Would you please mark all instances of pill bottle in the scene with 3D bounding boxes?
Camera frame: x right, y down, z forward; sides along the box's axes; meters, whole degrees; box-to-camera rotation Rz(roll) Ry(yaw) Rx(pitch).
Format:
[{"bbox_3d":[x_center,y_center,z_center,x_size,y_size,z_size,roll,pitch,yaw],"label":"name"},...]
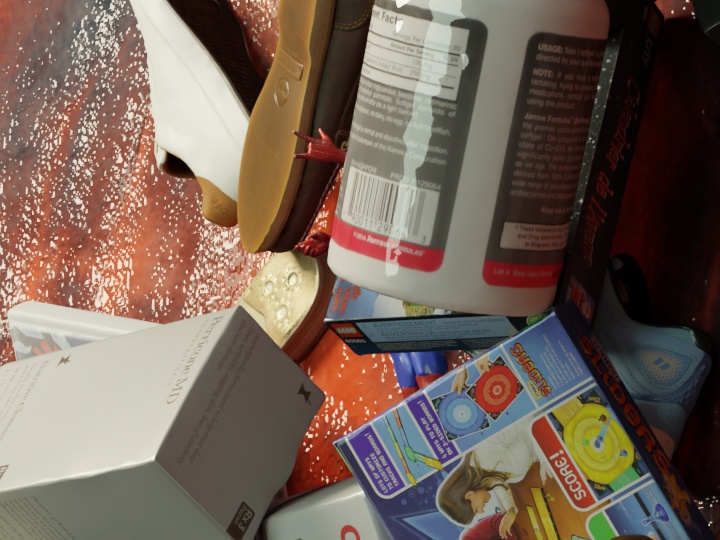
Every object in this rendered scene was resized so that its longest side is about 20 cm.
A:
[{"bbox_3d":[0.055,-0.086,1.323,0.111,0.111,0.200,21,103,48],"label":"pill bottle"}]

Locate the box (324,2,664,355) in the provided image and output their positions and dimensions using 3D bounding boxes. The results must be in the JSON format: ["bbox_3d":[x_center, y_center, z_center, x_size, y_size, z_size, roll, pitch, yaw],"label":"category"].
[{"bbox_3d":[0.070,-0.054,1.451,0.137,0.038,0.200,-5,57,33],"label":"box"}]

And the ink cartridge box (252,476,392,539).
[{"bbox_3d":[-0.020,0.189,1.474,0.200,0.084,0.146,-21,88,40],"label":"ink cartridge box"}]

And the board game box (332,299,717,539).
[{"bbox_3d":[0.094,0.133,1.351,0.135,0.034,0.200,-32,86,23],"label":"board game box"}]

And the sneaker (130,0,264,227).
[{"bbox_3d":[-0.108,-0.109,1.697,0.085,0.073,0.200,-47,50,24],"label":"sneaker"}]

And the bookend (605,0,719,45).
[{"bbox_3d":[0.163,-0.163,1.379,0.199,0.092,0.200,-32,56,22],"label":"bookend"}]

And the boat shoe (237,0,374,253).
[{"bbox_3d":[-0.017,-0.096,1.575,0.070,0.070,0.200,57,137,49],"label":"boat shoe"}]

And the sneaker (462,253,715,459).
[{"bbox_3d":[0.108,0.029,1.445,0.090,0.078,0.200,-53,46,-4],"label":"sneaker"}]

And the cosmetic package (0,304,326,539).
[{"bbox_3d":[-0.127,0.097,1.493,0.200,0.081,0.113,-17,35,42],"label":"cosmetic package"}]

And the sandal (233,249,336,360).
[{"bbox_3d":[-0.095,0.067,1.636,0.212,0.070,0.078,-57,45,19],"label":"sandal"}]

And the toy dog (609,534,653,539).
[{"bbox_3d":[0.163,0.201,1.236,0.200,0.140,0.194,37,89,20],"label":"toy dog"}]

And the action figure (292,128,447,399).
[{"bbox_3d":[0.000,0.000,1.532,0.065,0.099,0.200,135,140,-69],"label":"action figure"}]

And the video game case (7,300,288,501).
[{"bbox_3d":[-0.116,0.115,1.608,0.200,0.023,0.182,9,115,44],"label":"video game case"}]
